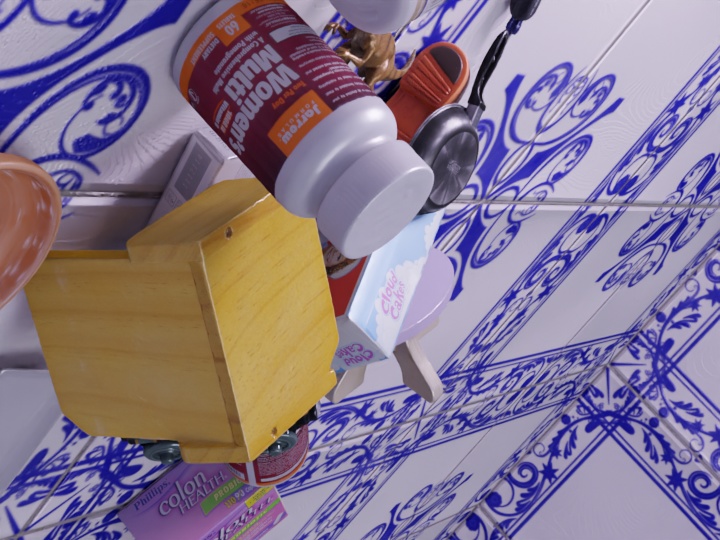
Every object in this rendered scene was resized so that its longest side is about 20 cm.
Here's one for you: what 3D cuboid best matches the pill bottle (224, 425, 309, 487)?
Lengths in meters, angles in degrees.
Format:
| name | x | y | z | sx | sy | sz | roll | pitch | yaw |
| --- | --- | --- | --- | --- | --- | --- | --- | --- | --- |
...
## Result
| name | x | y | z | sx | sy | sz | roll | pitch | yaw |
| --- | --- | --- | --- | --- | --- | --- | --- | --- | --- |
| pill bottle | -0.117 | 0.172 | 1.607 | 0.113 | 0.113 | 0.200 | -37 | 160 | -17 |

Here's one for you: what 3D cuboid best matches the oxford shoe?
| name | x | y | z | sx | sy | sz | roll | pitch | yaw |
| --- | --- | --- | --- | --- | --- | --- | --- | --- | --- |
| oxford shoe | 0.039 | -0.131 | 1.352 | 0.200 | 0.071 | 0.073 | -45 | 165 | 4 |

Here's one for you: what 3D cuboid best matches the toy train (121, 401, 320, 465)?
| name | x | y | z | sx | sy | sz | roll | pitch | yaw |
| --- | --- | --- | --- | --- | --- | --- | --- | --- | --- |
| toy train | -0.137 | 0.126 | 1.305 | 0.198 | 0.086 | 0.114 | -5 | 151 | -3 |

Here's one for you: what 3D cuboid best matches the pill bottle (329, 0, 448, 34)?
| name | x | y | z | sx | sy | sz | roll | pitch | yaw |
| --- | --- | --- | --- | --- | --- | --- | --- | --- | --- |
| pill bottle | 0.066 | -0.271 | 1.038 | 0.199 | 0.120 | 0.120 | -33 | 158 | -28 |

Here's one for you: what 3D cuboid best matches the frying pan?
| name | x | y | z | sx | sy | sz | roll | pitch | yaw |
| --- | --- | --- | --- | --- | --- | --- | --- | --- | --- |
| frying pan | 0.101 | -0.129 | 1.329 | 0.190 | 0.031 | 0.115 | -47 | 146 | -20 |

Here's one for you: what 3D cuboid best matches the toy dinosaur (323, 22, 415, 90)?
| name | x | y | z | sx | sy | sz | roll | pitch | yaw |
| --- | --- | --- | --- | --- | --- | --- | --- | --- | --- |
| toy dinosaur | 0.012 | -0.182 | 1.207 | 0.106 | 0.060 | 0.200 | -44 | 161 | -2 |

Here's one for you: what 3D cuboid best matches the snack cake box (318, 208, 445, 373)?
| name | x | y | z | sx | sy | sz | roll | pitch | yaw |
| --- | --- | --- | --- | --- | --- | --- | --- | --- | --- |
| snack cake box | 0.000 | 0.000 | 1.347 | 0.114 | 0.067 | 0.201 | -17 | -141 | 42 |

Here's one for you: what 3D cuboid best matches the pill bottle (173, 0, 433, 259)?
| name | x | y | z | sx | sy | sz | roll | pitch | yaw |
| --- | --- | --- | --- | --- | --- | --- | --- | --- | --- |
| pill bottle | -0.042 | -0.110 | 1.035 | 0.109 | 0.200 | 0.110 | -37 | 160 | -16 |

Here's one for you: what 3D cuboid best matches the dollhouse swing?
| name | x | y | z | sx | sy | sz | roll | pitch | yaw |
| --- | --- | --- | --- | --- | --- | --- | --- | --- | --- |
| dollhouse swing | -0.148 | 0.036 | 1.159 | 0.182 | 0.175 | 0.202 | -39 | 126 | -44 |

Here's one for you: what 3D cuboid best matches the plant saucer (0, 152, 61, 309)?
| name | x | y | z | sx | sy | sz | roll | pitch | yaw |
| --- | --- | --- | --- | --- | --- | --- | --- | --- | --- |
| plant saucer | -0.304 | -0.012 | 0.975 | 0.200 | 0.037 | 0.201 | -38 | 161 | -16 |

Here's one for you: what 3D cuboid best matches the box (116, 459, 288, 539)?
| name | x | y | z | sx | sy | sz | roll | pitch | yaw |
| --- | --- | --- | --- | --- | --- | --- | --- | --- | --- |
| box | -0.197 | 0.313 | 1.768 | 0.176 | 0.097 | 0.200 | -39 | 160 | -12 |

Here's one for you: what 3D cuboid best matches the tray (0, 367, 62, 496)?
| name | x | y | z | sx | sy | sz | roll | pitch | yaw |
| --- | --- | --- | --- | --- | --- | --- | --- | --- | --- |
| tray | -0.340 | 0.155 | 1.257 | 0.200 | 0.022 | 0.107 | -51 | 151 | 20 |

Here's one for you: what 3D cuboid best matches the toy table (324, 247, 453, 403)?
| name | x | y | z | sx | sy | sz | roll | pitch | yaw |
| --- | --- | --- | --- | --- | --- | --- | --- | --- | --- |
| toy table | 0.023 | 0.066 | 1.604 | 0.199 | 0.184 | 0.118 | -24 | 138 | -24 |

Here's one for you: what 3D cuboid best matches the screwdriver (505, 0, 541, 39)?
| name | x | y | z | sx | sy | sz | roll | pitch | yaw |
| --- | --- | --- | --- | --- | --- | --- | --- | --- | --- |
| screwdriver | 0.148 | -0.235 | 1.418 | 0.029 | 0.028 | 0.201 | -65 | -179 | -42 |

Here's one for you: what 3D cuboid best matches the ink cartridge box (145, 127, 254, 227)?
| name | x | y | z | sx | sy | sz | roll | pitch | yaw |
| --- | --- | --- | --- | --- | --- | --- | --- | --- | --- |
| ink cartridge box | -0.114 | -0.052 | 1.249 | 0.176 | 0.045 | 0.201 | -18 | 149 | -49 |
